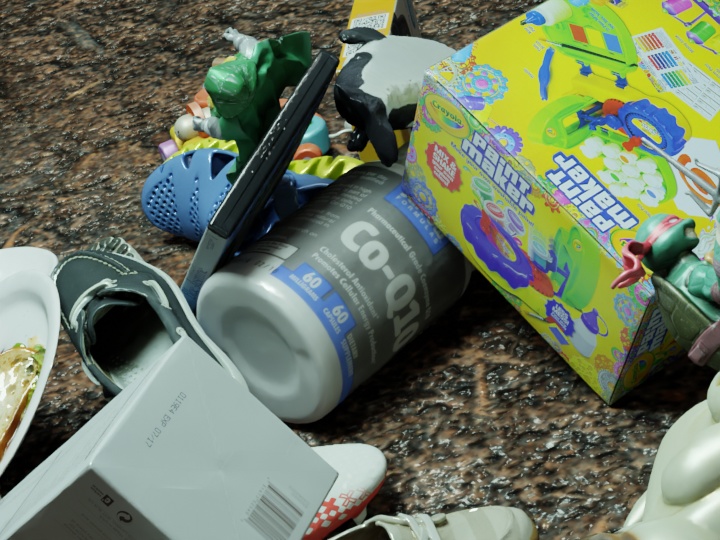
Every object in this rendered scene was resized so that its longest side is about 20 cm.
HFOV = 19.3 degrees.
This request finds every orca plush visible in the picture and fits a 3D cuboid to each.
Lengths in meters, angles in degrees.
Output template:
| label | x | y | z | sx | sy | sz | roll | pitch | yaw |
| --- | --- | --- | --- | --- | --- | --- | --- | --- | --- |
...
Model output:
| label | x | y | z | sx | sy | sz | roll | pitch | yaw |
| --- | --- | --- | --- | --- | --- | --- | --- | --- | --- |
| orca plush | 0.020 | -0.101 | 1.405 | 0.105 | 0.071 | 0.200 | 24 | 22 | -6 |

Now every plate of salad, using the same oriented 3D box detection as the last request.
| label | x | y | z | sx | sy | sz | roll | pitch | yaw |
| --- | --- | --- | --- | --- | --- | --- | --- | --- | --- |
| plate of salad | -0.255 | 0.084 | 1.326 | 0.200 | 0.048 | 0.200 | -38 | 36 | 34 |

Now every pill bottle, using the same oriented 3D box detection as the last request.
| label | x | y | z | sx | sy | sz | roll | pitch | yaw |
| --- | --- | --- | --- | --- | --- | --- | --- | --- | --- |
| pill bottle | 0.000 | 0.000 | 1.366 | 0.114 | 0.114 | 0.200 | 12 | 40 | 41 |

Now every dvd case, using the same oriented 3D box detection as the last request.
| label | x | y | z | sx | sy | sz | roll | pitch | yaw |
| --- | --- | --- | --- | --- | --- | --- | --- | --- | --- |
| dvd case | -0.072 | -0.048 | 1.373 | 0.143 | 0.018 | 0.200 | -59 | 1 | -22 |

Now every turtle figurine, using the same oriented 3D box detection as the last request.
| label | x | y | z | sx | sy | sz | roll | pitch | yaw |
| --- | --- | --- | --- | --- | --- | --- | --- | --- | --- |
| turtle figurine | 0.215 | 0.015 | 1.140 | 0.101 | 0.200 | 0.150 | -47 | -12 | 21 |

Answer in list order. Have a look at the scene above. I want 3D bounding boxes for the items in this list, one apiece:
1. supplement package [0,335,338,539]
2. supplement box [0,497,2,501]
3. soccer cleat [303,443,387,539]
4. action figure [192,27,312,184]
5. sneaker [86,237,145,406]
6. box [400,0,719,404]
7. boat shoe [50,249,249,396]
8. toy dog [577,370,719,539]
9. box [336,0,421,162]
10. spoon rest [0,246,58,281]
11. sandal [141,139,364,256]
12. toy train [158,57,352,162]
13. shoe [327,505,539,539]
| label | x | y | z | sx | sy | sz | roll | pitch | yaw |
| --- | --- | --- | --- | --- | --- | --- | --- | --- | --- |
| supplement package | -0.126 | 0.146 | 1.083 | 0.200 | 0.110 | 0.114 | -40 | 10 | 39 |
| supplement box | -0.272 | 0.134 | 1.180 | 0.126 | 0.200 | 0.074 | -1 | 32 | 27 |
| soccer cleat | -0.083 | 0.129 | 1.210 | 0.200 | 0.085 | 0.069 | -18 | 28 | -2 |
| action figure | -0.074 | -0.113 | 1.354 | 0.055 | 0.118 | 0.200 | 21 | 1 | 2 |
| sneaker | -0.120 | 0.063 | 1.353 | 0.078 | 0.090 | 0.200 | -38 | 48 | 9 |
| box | 0.165 | -0.063 | 1.294 | 0.193 | 0.122 | 0.200 | -31 | 64 | -26 |
| boat shoe | -0.139 | 0.036 | 1.279 | 0.200 | 0.060 | 0.076 | 34 | 89 | 44 |
| toy dog | 0.173 | 0.130 | 1.026 | 0.194 | 0.140 | 0.200 | -6 | 28 | 44 |
| box | 0.024 | -0.145 | 1.606 | 0.041 | 0.119 | 0.200 | -9 | 30 | 14 |
| spoon rest | -0.300 | 0.034 | 1.521 | 0.099 | 0.061 | 0.200 | 10 | 39 | 39 |
| sandal | -0.081 | -0.043 | 1.530 | 0.200 | 0.080 | 0.087 | 3 | 38 | 34 |
| toy train | -0.082 | -0.133 | 1.707 | 0.200 | 0.056 | 0.150 | 12 | 40 | 42 |
| shoe | 0.005 | 0.169 | 1.125 | 0.200 | 0.053 | 0.070 | -24 | 29 | -14 |
